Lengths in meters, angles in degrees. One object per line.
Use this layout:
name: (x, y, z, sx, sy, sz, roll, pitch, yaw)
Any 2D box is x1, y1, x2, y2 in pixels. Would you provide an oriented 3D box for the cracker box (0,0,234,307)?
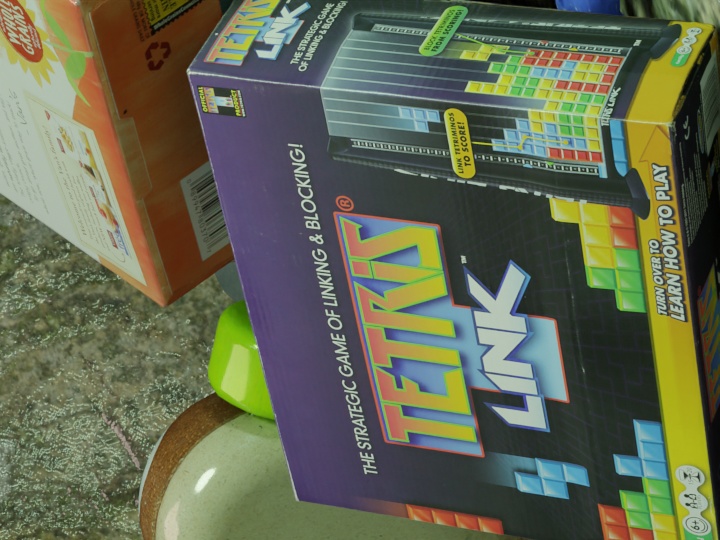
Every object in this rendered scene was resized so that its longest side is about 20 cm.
cracker box: (-0.122, -0.090, 0.985, 0.200, 0.058, 0.134, 32, 148, 39)

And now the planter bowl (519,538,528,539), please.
planter bowl: (0.073, 0.203, 1.207, 0.135, 0.200, 0.201, 33, -149, -56)

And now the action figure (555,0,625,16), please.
action figure: (0.045, -0.109, 0.924, 0.065, 0.099, 0.200, -121, 17, -63)

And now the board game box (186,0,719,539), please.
board game box: (0.043, 0.004, 0.935, 0.057, 0.165, 0.200, -62, -30, -43)

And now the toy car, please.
toy car: (-0.037, 0.070, 1.159, 0.200, 0.157, 0.165, 45, 126, 57)

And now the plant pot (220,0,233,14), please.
plant pot: (-0.098, -0.210, 1.133, 0.200, 0.135, 0.200, 30, -154, -17)
